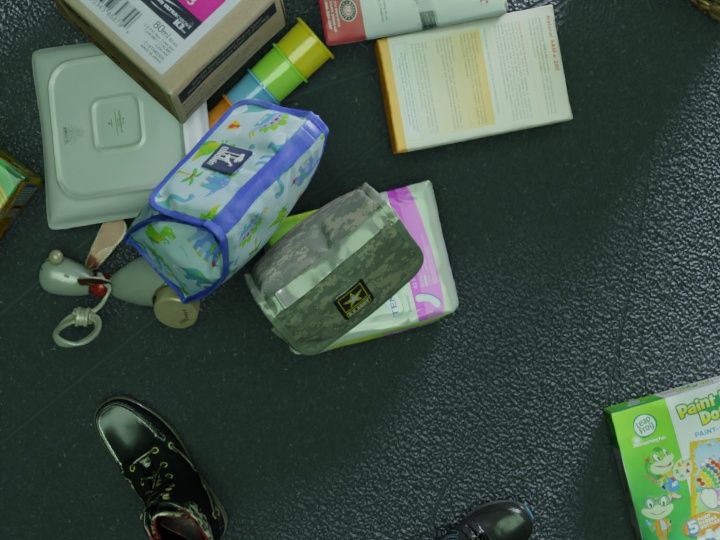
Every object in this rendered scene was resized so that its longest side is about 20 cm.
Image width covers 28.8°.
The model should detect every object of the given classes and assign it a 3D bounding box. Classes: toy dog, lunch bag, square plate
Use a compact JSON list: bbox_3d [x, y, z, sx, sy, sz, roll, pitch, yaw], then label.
[{"bbox_3d":[-0.251,-0.003,1.515,0.197,0.133,0.097,-10,133,-8],"label":"toy dog"},{"bbox_3d":[-0.128,-0.073,1.400,0.128,0.199,0.170,46,64,-13],"label":"lunch bag"},{"bbox_3d":[-0.028,-0.001,1.414,0.163,0.200,0.118,-38,92,-1],"label":"lunch bag"},{"bbox_3d":[-0.261,-0.157,1.522,0.195,0.028,0.203,-7,86,9],"label":"square plate"}]

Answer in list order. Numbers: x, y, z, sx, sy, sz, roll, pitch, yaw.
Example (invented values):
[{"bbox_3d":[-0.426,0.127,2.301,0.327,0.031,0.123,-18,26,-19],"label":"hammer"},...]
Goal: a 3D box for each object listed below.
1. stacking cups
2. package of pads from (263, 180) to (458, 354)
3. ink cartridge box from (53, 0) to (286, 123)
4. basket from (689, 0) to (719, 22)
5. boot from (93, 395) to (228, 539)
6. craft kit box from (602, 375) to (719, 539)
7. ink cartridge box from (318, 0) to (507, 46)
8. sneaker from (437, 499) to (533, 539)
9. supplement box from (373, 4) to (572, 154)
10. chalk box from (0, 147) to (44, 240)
[{"bbox_3d":[-0.117,-0.185,1.541,0.060,0.061,0.200,44,94,-4],"label":"stacking cups"},{"bbox_3d":[0.000,0.000,1.548,0.197,0.068,0.157,-14,92,-1],"label":"package of pads"},{"bbox_3d":[-0.204,-0.283,1.479,0.200,0.075,0.165,41,79,15],"label":"ink cartridge box"},{"bbox_3d":[0.371,-0.381,1.501,0.199,0.149,0.144,34,92,-3],"label":"basket"},{"bbox_3d":[-0.218,0.228,1.508,0.073,0.154,0.204,-39,94,0],"label":"boot"},{"bbox_3d":[0.396,0.227,1.589,0.197,0.049,0.200,-16,91,-1],"label":"craft kit box"},{"bbox_3d":[0.051,-0.332,1.499,0.197,0.084,0.146,-8,104,8],"label":"ink cartridge box"},{"bbox_3d":[0.109,0.327,1.563,0.198,0.082,0.074,-31,92,-1],"label":"sneaker"},{"bbox_3d":[0.122,-0.208,1.537,0.197,0.074,0.128,-10,93,-1],"label":"supplement box"},{"bbox_3d":[-0.461,-0.109,1.496,0.199,0.125,0.124,37,91,-5],"label":"chalk box"}]
